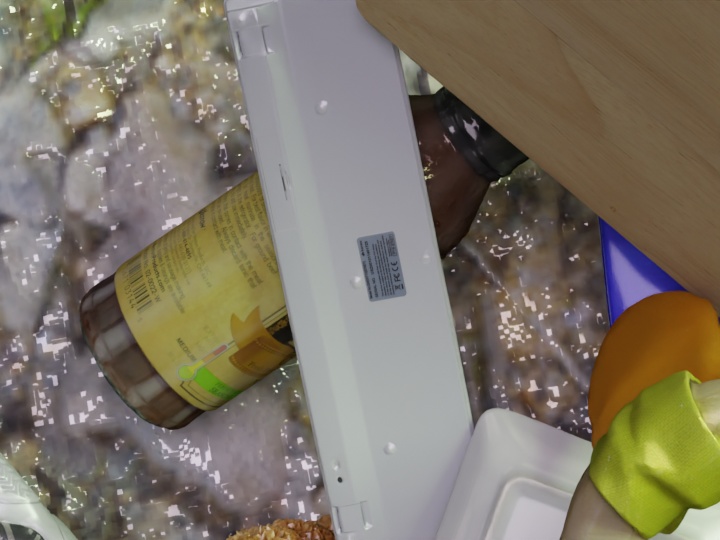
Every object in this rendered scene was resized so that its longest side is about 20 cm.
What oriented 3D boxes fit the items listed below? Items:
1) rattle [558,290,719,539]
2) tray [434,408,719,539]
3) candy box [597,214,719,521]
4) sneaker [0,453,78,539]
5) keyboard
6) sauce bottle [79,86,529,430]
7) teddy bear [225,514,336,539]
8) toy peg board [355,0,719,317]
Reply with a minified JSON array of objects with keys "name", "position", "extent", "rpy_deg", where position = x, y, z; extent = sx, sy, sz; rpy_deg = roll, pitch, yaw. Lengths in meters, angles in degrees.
[{"name":"rattle","position":[0.158,0.100,0.799],"extent":[0.199,0.143,0.131],"rpy_deg":[22,92,0]},{"name":"tray","position":[0.055,0.155,0.837],"extent":[0.107,0.022,0.201],"rpy_deg":[19,84,12]},{"name":"candy box","position":[0.173,0.029,0.894],"extent":[0.168,0.077,0.202],"rpy_deg":[-6,78,6]},{"name":"sneaker","position":[-0.179,0.095,0.908],"extent":[0.115,0.075,0.200],"rpy_deg":[-40,81,-8]},{"name":"keyboard","position":[0.000,0.000,0.864],"extent":[0.056,0.011,0.202],"rpy_deg":[-11,99,6]},{"name":"sauce bottle","position":[-0.007,-0.018,0.897],"extent":[0.199,0.065,0.065],"rpy_deg":[-34,76,17]},{"name":"teddy bear","position":[-0.006,0.182,0.879],"extent":[0.144,0.067,0.202],"rpy_deg":[1,77,1]},{"name":"toy peg board","position":[0.130,-0.090,0.776],"extent":[0.200,0.199,0.098],"rpy_deg":[39,63,-4]}]
